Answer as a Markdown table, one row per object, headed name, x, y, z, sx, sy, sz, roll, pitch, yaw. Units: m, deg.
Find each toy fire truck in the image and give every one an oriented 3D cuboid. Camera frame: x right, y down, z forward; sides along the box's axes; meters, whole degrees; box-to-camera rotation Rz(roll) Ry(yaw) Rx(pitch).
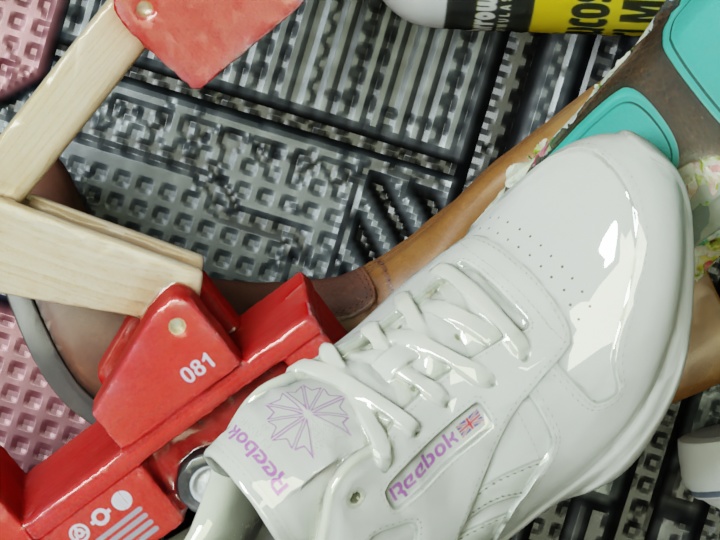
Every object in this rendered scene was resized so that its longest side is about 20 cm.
| name | x | y | z | sx | sy | sz | roll | pitch | yaw |
| --- | --- | --- | --- | --- | --- | --- | --- | --- | --- |
| toy fire truck | -0.074 | 0.006 | 0.772 | 0.200 | 0.049 | 0.141 | -36 | 106 | 7 |

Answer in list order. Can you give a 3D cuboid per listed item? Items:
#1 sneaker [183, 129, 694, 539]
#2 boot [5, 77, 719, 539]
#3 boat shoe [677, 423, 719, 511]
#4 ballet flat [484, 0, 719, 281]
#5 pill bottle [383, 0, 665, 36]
| name | x | y | z | sx | sy | sz | roll | pitch | yaw |
| --- | --- | --- | --- | --- | --- | --- | --- | --- | --- |
| sneaker | 0.018 | 0.044 | 0.726 | 0.075 | 0.100 | 0.200 | 40 | 96 | 34 |
| boot | 0.000 | 0.000 | 0.835 | 0.200 | 0.068 | 0.189 | -32 | 94 | 2 |
| boat shoe | 0.201 | 0.074 | 0.840 | 0.199 | 0.074 | 0.066 | -2 | 91 | 1 |
| ballet flat | 0.108 | -0.047 | 0.764 | 0.200 | 0.064 | 0.076 | -39 | 74 | 35 |
| pill bottle | 0.065 | -0.127 | 0.801 | 0.199 | 0.112 | 0.113 | 2 | 95 | 0 |
